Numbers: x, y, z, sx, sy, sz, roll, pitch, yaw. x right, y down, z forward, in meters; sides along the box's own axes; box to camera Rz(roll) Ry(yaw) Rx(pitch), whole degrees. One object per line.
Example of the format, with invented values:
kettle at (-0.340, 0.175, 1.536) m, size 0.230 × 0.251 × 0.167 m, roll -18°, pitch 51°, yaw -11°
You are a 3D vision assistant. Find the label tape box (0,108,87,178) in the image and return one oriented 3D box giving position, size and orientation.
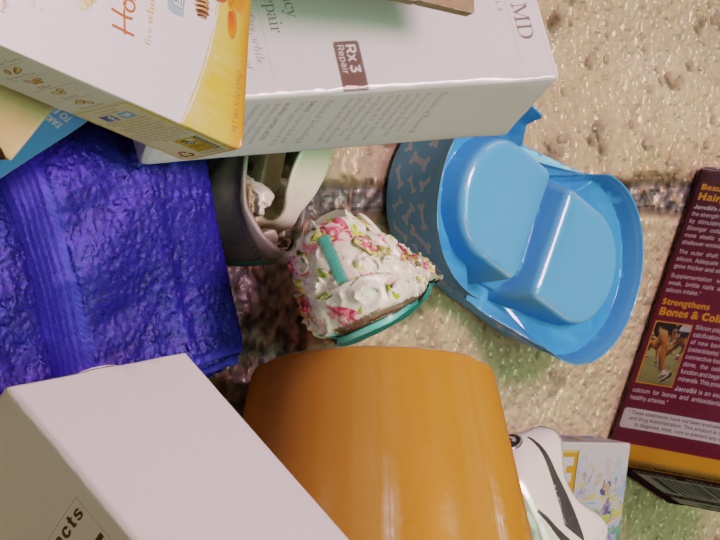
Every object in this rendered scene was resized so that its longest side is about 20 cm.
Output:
label tape box at (-0.173, -0.122, 1.093) m, size 0.144 × 0.063 × 0.201 m, roll 38°, pitch 56°, yaw -44°

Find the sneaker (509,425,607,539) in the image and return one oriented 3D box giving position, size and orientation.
sneaker at (0.113, 0.179, 1.430) m, size 0.088 × 0.074 × 0.201 m, roll -36°, pitch 122°, yaw -37°

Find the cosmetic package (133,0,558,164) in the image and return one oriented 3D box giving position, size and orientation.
cosmetic package at (-0.016, -0.115, 1.217) m, size 0.199 × 0.074 × 0.102 m, roll -8°, pitch 71°, yaw -23°

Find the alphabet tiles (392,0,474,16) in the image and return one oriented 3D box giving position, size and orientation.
alphabet tiles at (0.009, -0.219, 1.163) m, size 0.167 × 0.008 × 0.201 m, roll 8°, pitch 74°, yaw -37°

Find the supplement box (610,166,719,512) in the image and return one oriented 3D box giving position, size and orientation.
supplement box at (0.244, 0.046, 1.584) m, size 0.086 × 0.110 × 0.201 m, roll 35°, pitch 70°, yaw -46°

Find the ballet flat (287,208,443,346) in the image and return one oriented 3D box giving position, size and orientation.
ballet flat at (0.000, 0.000, 1.283) m, size 0.075 × 0.200 × 0.064 m, roll -26°, pitch 87°, yaw -1°

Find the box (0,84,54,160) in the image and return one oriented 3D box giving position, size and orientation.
box at (-0.141, -0.169, 1.072) m, size 0.164 × 0.021 × 0.200 m, roll 61°, pitch 41°, yaw -27°

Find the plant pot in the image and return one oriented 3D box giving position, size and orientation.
plant pot at (0.006, 0.140, 1.287) m, size 0.200 × 0.200 × 0.184 m, roll 17°, pitch 67°, yaw -48°

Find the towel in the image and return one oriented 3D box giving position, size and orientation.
towel at (-0.138, 0.013, 1.193) m, size 0.200 × 0.049 × 0.148 m, roll -26°, pitch 115°, yaw -43°

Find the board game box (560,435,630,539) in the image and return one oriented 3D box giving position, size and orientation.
board game box at (0.077, 0.162, 1.470) m, size 0.200 × 0.034 × 0.135 m, roll 4°, pitch 92°, yaw -49°

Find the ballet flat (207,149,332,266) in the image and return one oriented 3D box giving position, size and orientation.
ballet flat at (-0.031, -0.098, 1.285) m, size 0.067 × 0.064 × 0.201 m, roll 21°, pitch 80°, yaw -48°

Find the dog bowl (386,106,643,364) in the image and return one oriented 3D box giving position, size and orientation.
dog bowl at (0.086, -0.022, 1.441) m, size 0.200 × 0.049 × 0.112 m, roll 34°, pitch 70°, yaw -45°

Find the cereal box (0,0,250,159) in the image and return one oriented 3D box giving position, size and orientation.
cereal box at (-0.119, -0.141, 1.043) m, size 0.200 × 0.039 × 0.145 m, roll 21°, pitch 67°, yaw -51°

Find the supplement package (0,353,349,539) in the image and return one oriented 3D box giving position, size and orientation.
supplement package at (-0.083, 0.151, 1.129) m, size 0.121 × 0.200 × 0.120 m, roll -9°, pitch 140°, yaw -51°
